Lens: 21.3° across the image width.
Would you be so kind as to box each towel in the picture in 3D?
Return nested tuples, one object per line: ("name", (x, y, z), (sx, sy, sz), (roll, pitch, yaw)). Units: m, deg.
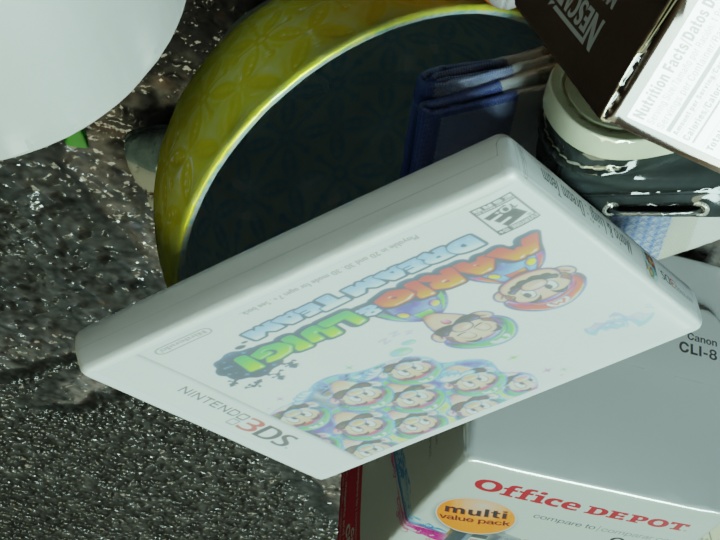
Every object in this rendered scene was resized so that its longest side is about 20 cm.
("towel", (0.102, -0.048, 0.825), (0.199, 0.024, 0.147), (-16, 140, -21))

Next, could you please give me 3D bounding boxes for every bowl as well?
("bowl", (-0.011, -0.059, 0.832), (0.199, 0.108, 0.201), (-20, 139, -19))

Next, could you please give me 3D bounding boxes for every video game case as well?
("video game case", (0.016, 0.024, 0.786), (0.199, 0.024, 0.182), (-24, 149, 23))

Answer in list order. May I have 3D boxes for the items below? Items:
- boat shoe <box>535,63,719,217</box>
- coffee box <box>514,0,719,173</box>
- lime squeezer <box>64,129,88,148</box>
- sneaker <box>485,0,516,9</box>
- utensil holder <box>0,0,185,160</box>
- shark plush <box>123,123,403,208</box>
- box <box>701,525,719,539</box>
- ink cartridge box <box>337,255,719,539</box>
("boat shoe", (0.157, -0.051, 0.781), (0.198, 0.075, 0.066), (-10, 140, -27))
("coffee box", (0.167, -0.069, 0.663), (0.199, 0.113, 0.080), (22, 112, -20))
("lime squeezer", (-0.129, -0.111, 0.863), (0.070, 0.038, 0.200), (18, 144, -17))
("sneaker", (0.039, -0.191, 0.678), (0.112, 0.078, 0.201), (26, 128, 4))
("utensil holder", (-0.163, -0.157, 0.685), (0.169, 0.171, 0.200), (-2, 146, 13))
("shark plush", (-0.014, -0.047, 0.915), (0.199, 0.091, 0.084), (-7, 114, 28))
("box", (0.253, 0.118, 1.092), (0.199, 0.078, 0.095), (-3, 145, 15))
("ink cartridge box", (0.087, 0.087, 1.008), (0.145, 0.145, 0.200), (13, 148, -13))
